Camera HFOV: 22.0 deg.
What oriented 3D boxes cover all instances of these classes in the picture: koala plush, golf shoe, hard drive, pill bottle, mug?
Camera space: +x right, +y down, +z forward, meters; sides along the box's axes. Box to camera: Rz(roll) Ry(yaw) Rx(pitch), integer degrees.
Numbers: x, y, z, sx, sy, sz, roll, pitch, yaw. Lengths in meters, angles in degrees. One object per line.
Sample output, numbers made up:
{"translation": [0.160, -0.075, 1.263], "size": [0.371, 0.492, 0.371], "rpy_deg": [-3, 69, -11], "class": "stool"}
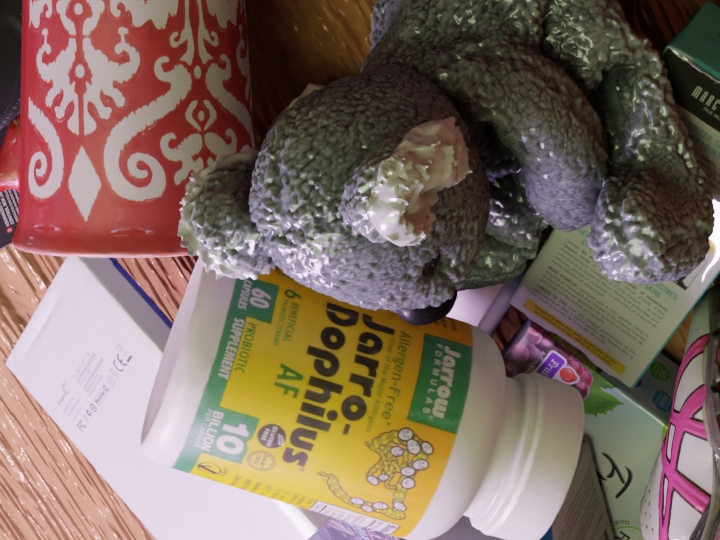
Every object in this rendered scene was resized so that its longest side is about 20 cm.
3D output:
{"translation": [0.026, -0.051, 0.833], "size": [0.177, 0.200, 0.184], "rpy_deg": [-3, 109, 49], "class": "koala plush"}
{"translation": [0.175, 0.102, 0.946], "size": [0.073, 0.200, 0.092], "rpy_deg": [21, 155, -35], "class": "golf shoe"}
{"translation": [-0.110, 0.092, 1.038], "size": [0.200, 0.025, 0.132], "rpy_deg": [48, 139, 7], "class": "hard drive"}
{"translation": [0.002, 0.068, 0.912], "size": [0.200, 0.113, 0.113], "rpy_deg": [19, 133, -9], "class": "pill bottle"}
{"translation": [-0.134, -0.112, 0.949], "size": [0.133, 0.177, 0.200], "rpy_deg": [13, 106, 58], "class": "mug"}

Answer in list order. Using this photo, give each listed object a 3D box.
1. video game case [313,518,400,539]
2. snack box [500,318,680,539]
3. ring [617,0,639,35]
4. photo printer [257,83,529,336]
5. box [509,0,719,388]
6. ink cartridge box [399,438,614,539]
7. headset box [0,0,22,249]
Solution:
{"translation": [-0.011, 0.152, 1.138], "size": [0.200, 0.019, 0.143], "rpy_deg": [15, 142, 44], "class": "video game case"}
{"translation": [0.116, 0.118, 1.071], "size": [0.142, 0.053, 0.200], "rpy_deg": [35, 133, 2], "class": "snack box"}
{"translation": [0.192, -0.114, 0.886], "size": [0.200, 0.019, 0.201], "rpy_deg": [15, 128, 20], "class": "ring"}
{"translation": [0.000, 0.000, 1.045], "size": [0.166, 0.069, 0.200], "rpy_deg": [34, 132, 5], "class": "photo printer"}
{"translation": [0.152, -0.033, 0.921], "size": [0.082, 0.049, 0.200], "rpy_deg": [35, 137, 7], "class": "box"}
{"translation": [0.090, 0.213, 1.018], "size": [0.086, 0.146, 0.200], "rpy_deg": [1, 123, 28], "class": "ink cartridge box"}
{"translation": [-0.224, -0.089, 1.022], "size": [0.075, 0.200, 0.149], "rpy_deg": [24, 140, 55], "class": "headset box"}
